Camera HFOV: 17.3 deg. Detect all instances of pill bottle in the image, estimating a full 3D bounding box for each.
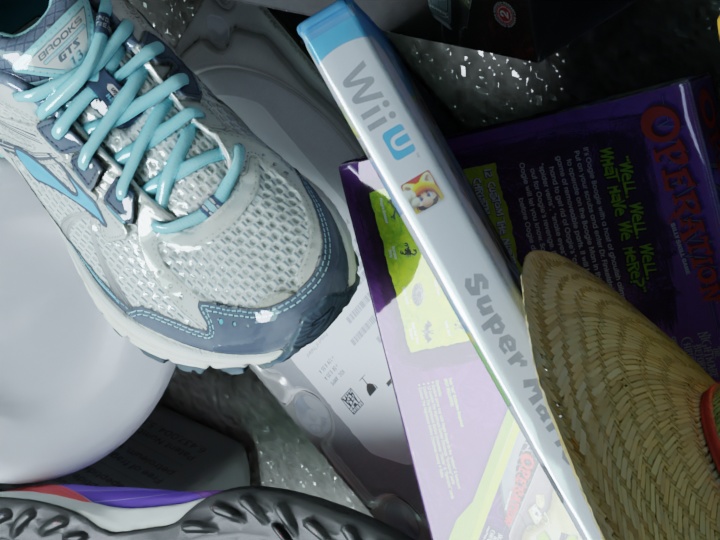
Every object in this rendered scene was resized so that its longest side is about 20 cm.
[{"bbox_3d":[-0.156,0.004,0.905,0.200,0.119,0.120,17,129,63],"label":"pill bottle"}]

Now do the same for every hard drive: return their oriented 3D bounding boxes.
[{"bbox_3d":[0.000,0.000,0.830,0.200,0.038,0.140,50,141,8],"label":"hard drive"}]

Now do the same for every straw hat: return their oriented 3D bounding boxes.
[{"bbox_3d":[0.128,0.061,0.595,0.085,0.201,0.202,-31,92,16],"label":"straw hat"}]

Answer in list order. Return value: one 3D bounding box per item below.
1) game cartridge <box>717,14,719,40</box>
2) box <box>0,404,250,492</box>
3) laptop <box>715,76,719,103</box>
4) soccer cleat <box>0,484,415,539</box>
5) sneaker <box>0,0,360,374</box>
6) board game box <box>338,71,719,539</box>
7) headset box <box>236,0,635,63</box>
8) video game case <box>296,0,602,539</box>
[{"bbox_3d":[0.179,0.030,0.610,0.176,0.032,0.200,27,150,42],"label":"game cartridge"},{"bbox_3d":[-0.161,0.160,0.997,0.199,0.171,0.200,21,129,36],"label":"box"},{"bbox_3d":[0.170,-0.049,0.552,0.187,0.116,0.200,41,130,20],"label":"laptop"},{"bbox_3d":[-0.052,0.103,0.816,0.199,0.073,0.069,1,94,23],"label":"soccer cleat"},{"bbox_3d":[-0.082,-0.044,0.748,0.200,0.078,0.086,40,168,31],"label":"sneaker"},{"bbox_3d":[0.073,0.050,0.732,0.120,0.032,0.201,-11,96,29],"label":"board game box"},{"bbox_3d":[-0.012,-0.158,0.704,0.199,0.077,0.149,16,126,37],"label":"headset box"},{"bbox_3d":[0.046,0.022,0.648,0.201,0.018,0.143,60,-175,2],"label":"video game case"}]
